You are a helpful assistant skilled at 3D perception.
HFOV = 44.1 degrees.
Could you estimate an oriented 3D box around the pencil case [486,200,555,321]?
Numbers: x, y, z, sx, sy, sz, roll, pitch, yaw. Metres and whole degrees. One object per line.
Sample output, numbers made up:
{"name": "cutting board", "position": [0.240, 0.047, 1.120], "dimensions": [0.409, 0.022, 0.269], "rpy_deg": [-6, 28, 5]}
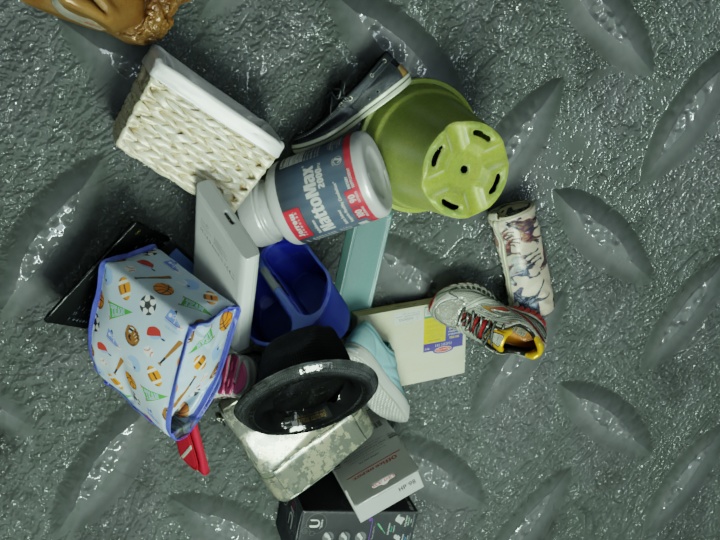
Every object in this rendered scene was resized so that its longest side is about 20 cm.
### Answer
{"name": "pencil case", "position": [0.255, -0.015, 1.418], "dimensions": [0.089, 0.077, 0.204], "rpy_deg": [-33, 118, -34]}

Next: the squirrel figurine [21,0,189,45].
{"name": "squirrel figurine", "position": [-0.292, -0.388, 1.093], "dimensions": [0.197, 0.141, 0.191], "rpy_deg": [17, 91, -37]}

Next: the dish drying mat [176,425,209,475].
{"name": "dish drying mat", "position": [-0.264, 0.206, 1.301], "dimensions": [0.018, 0.076, 0.204], "rpy_deg": [-27, 124, -30]}

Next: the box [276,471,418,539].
{"name": "box", "position": [-0.023, 0.400, 1.433], "dimensions": [0.196, 0.122, 0.108], "rpy_deg": [6, 106, -21]}

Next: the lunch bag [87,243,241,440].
{"name": "lunch bag", "position": [-0.263, 0.098, 1.158], "dimensions": [0.123, 0.168, 0.203], "rpy_deg": [-21, 137, -54]}

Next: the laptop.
{"name": "laptop", "position": [-0.303, 0.045, 1.229], "dimensions": [0.103, 0.200, 0.178], "rpy_deg": [43, 90, 11]}

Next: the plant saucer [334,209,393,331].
{"name": "plant saucer", "position": [0.000, 0.000, 1.369], "dimensions": [0.068, 0.019, 0.204], "rpy_deg": [8, 104, -22]}

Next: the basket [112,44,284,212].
{"name": "basket", "position": [-0.219, -0.182, 1.170], "dimensions": [0.198, 0.136, 0.124], "rpy_deg": [33, 99, -26]}

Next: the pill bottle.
{"name": "pill bottle", "position": [-0.065, -0.104, 1.225], "dimensions": [0.196, 0.120, 0.121], "rpy_deg": [-18, 116, 18]}

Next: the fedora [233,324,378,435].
{"name": "fedora", "position": [-0.075, 0.133, 1.144], "dimensions": [0.196, 0.093, 0.202], "rpy_deg": [-10, 149, -6]}

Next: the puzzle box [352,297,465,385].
{"name": "puzzle box", "position": [0.079, 0.116, 1.420], "dimensions": [0.196, 0.025, 0.136], "rpy_deg": [-8, 110, -22]}

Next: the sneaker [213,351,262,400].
{"name": "sneaker", "position": [-0.183, 0.151, 1.267], "dimensions": [0.086, 0.198, 0.076], "rpy_deg": [10, 78, -37]}

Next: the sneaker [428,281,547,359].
{"name": "sneaker", "position": [0.201, 0.079, 1.377], "dimensions": [0.196, 0.083, 0.079], "rpy_deg": [16, 116, -3]}

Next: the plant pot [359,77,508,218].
{"name": "plant pot", "position": [0.115, -0.160, 1.264], "dimensions": [0.196, 0.184, 0.205], "rpy_deg": [-6, 110, -18]}

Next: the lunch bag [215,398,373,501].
{"name": "lunch bag", "position": [-0.098, 0.210, 1.334], "dimensions": [0.198, 0.139, 0.169], "rpy_deg": [-34, 121, -4]}

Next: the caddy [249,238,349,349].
{"name": "caddy", "position": [-0.104, 0.039, 1.253], "dimensions": [0.141, 0.200, 0.105], "rpy_deg": [-39, 133, -1]}

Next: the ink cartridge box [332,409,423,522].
{"name": "ink cartridge box", "position": [0.019, 0.307, 1.374], "dimensions": [0.114, 0.200, 0.068], "rpy_deg": [-27, 115, -8]}

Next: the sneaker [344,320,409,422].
{"name": "sneaker", "position": [0.037, 0.155, 1.361], "dimensions": [0.083, 0.073, 0.202], "rpy_deg": [-61, 142, -30]}

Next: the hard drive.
{"name": "hard drive", "position": [-0.178, -0.002, 1.157], "dimensions": [0.026, 0.133, 0.202], "rpy_deg": [-23, 150, -26]}

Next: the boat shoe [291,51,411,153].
{"name": "boat shoe", "position": [-0.021, -0.235, 1.254], "dimensions": [0.198, 0.075, 0.063], "rpy_deg": [-36, 104, 0]}
